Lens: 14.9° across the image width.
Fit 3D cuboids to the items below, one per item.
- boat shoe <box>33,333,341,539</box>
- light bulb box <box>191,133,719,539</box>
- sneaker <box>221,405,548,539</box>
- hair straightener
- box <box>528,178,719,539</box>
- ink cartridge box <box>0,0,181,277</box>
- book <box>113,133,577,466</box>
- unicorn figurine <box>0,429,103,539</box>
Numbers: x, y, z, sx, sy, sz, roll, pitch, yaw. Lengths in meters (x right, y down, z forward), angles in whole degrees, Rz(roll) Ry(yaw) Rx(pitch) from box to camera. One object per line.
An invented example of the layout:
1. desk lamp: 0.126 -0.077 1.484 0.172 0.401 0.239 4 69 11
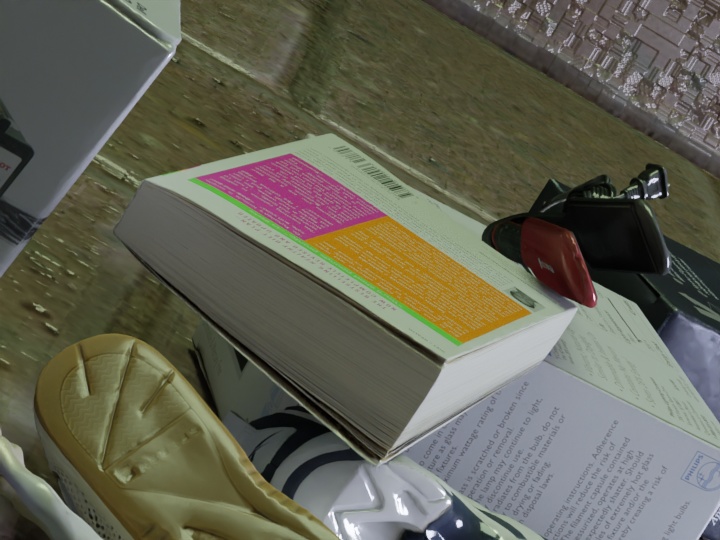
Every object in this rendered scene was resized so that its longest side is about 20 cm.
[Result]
1. boat shoe: -0.046 0.114 0.973 0.200 0.071 0.069 53 -25 19
2. light bulb box: 0.043 0.058 1.280 0.199 0.125 0.198 26 14 -18
3. sneaker: 0.014 0.114 1.090 0.199 0.080 0.129 33 -1 -38
4. hair straightener: 0.105 -0.016 1.223 0.200 0.077 0.041 178 -111 -82
5. box: 0.192 0.066 1.625 0.199 0.118 0.197 26 13 -26
6. ink cartridge box: -0.157 -0.046 1.002 0.084 0.200 0.146 36 11 -15
7. book: 0.000 0.000 1.072 0.133 0.048 0.200 37 18 12
8. unicorn figurine: -0.089 0.112 0.853 0.137 0.074 0.200 45 9 10
